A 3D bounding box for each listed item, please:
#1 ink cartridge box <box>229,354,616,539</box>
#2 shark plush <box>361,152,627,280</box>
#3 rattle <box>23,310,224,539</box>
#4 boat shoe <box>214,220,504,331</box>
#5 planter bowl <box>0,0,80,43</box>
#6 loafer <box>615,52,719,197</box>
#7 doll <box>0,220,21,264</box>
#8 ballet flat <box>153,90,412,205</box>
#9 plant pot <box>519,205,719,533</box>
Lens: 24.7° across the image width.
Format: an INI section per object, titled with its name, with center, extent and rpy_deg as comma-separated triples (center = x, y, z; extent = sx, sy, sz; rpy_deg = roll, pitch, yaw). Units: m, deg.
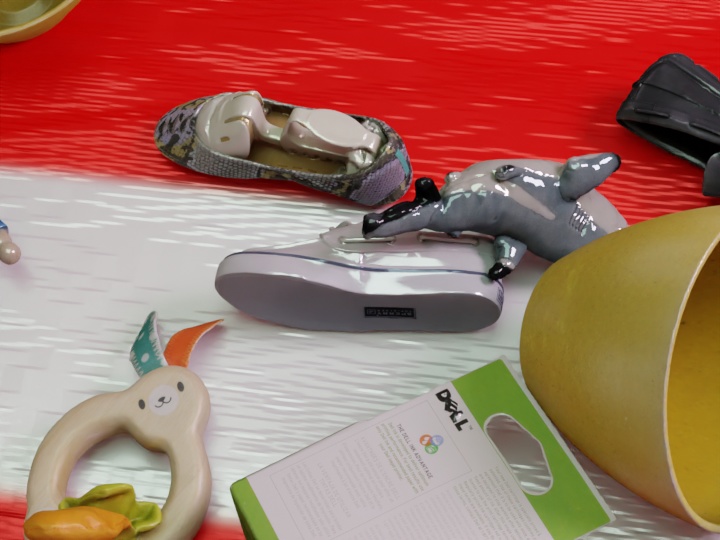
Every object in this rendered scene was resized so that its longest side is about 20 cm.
[ink cartridge box]
center = 0.039, 0.164, 1.028
extent = 0.199, 0.076, 0.148
rpy_deg = -24, 52, -12
[shark plush]
center = 0.101, -0.033, 1.104
extent = 0.199, 0.091, 0.084
rpy_deg = 0, 84, -36
[rattle]
center = -0.156, 0.092, 1.066
extent = 0.129, 0.143, 0.201
rpy_deg = 15, 70, 33
[boat shoe]
center = 0.000, 0.000, 1.138
extent = 0.198, 0.074, 0.066
rpy_deg = 6, 58, -3
[planter bowl]
center = -0.276, -0.239, 1.271
extent = 0.198, 0.084, 0.202
rpy_deg = -2, 62, 5
[loafer]
center = 0.267, -0.075, 1.148
extent = 0.070, 0.068, 0.200
rpy_deg = -46, 63, -8
[doll]
center = -0.308, -0.004, 1.175
extent = 0.135, 0.049, 0.202
rpy_deg = -8, 56, 12
[ballet flat]
center = -0.059, -0.100, 1.189
extent = 0.198, 0.072, 0.073
rpy_deg = 12, 65, 12
[plant pot]
center = 0.186, 0.051, 1.039
extent = 0.141, 0.200, 0.201
rpy_deg = 10, 60, 42
